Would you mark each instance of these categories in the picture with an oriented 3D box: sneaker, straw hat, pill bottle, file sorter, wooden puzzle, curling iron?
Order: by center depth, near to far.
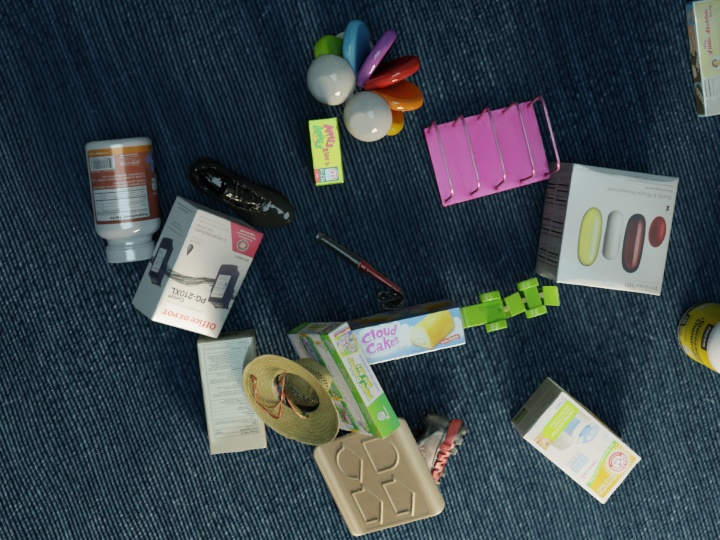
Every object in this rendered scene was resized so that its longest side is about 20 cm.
[{"bbox_3d":[-0.394,-0.119,1.654,0.111,0.112,0.203,-5,99,-4],"label":"pill bottle"},{"bbox_3d":[-0.098,0.193,1.661,0.199,0.085,0.203,20,132,24],"label":"straw hat"},{"bbox_3d":[0.224,-0.206,1.678,0.198,0.125,0.141,-15,90,-2],"label":"file sorter"},{"bbox_3d":[-0.205,-0.126,1.680,0.198,0.091,0.077,24,93,-9],"label":"sneaker"},{"bbox_3d":[0.646,0.125,1.733,0.110,0.200,0.114,-1,98,-5],"label":"pill bottle"},{"bbox_3d":[0.000,0.000,1.743,0.200,0.026,0.050,42,66,-5],"label":"curling iron"},{"bbox_3d":[0.034,0.366,1.765,0.199,0.046,0.187,-24,94,28],"label":"wooden puzzle"},{"bbox_3d":[0.113,0.343,1.785,0.097,0.071,0.202,26,106,9],"label":"sneaker"}]

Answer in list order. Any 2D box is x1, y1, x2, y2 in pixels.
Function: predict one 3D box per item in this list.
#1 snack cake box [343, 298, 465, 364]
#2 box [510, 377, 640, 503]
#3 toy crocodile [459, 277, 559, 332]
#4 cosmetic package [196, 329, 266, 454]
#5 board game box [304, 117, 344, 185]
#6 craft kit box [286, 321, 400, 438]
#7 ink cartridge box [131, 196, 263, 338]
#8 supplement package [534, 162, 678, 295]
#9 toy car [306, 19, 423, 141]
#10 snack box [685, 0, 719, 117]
[{"bbox_3d":[0.074,0.107,1.724,0.198,0.115,0.068,-12,98,-4],"label":"snack cake box"},{"bbox_3d":[0.389,0.306,1.785,0.200,0.101,0.113,40,93,-9],"label":"box"},{"bbox_3d":[0.264,0.063,1.747,0.198,0.062,0.068,-17,84,-13],"label":"toy crocodile"},{"bbox_3d":[-0.225,0.212,1.734,0.104,0.071,0.203,-5,98,-5],"label":"cosmetic package"},{"bbox_3d":[-0.061,-0.198,1.626,0.047,0.200,0.103,-7,99,-4],"label":"board game box"},{"bbox_3d":[-0.033,0.183,1.685,0.048,0.197,0.202,-31,100,-20],"label":"craft kit box"},{"bbox_3d":[-0.275,-0.003,1.664,0.144,0.084,0.202,20,96,-42],"label":"ink cartridge box"},{"bbox_3d":[0.423,-0.076,1.712,0.189,0.147,0.203,6,96,-5],"label":"supplement package"},{"bbox_3d":[0.019,-0.324,1.614,0.200,0.175,0.150,43,127,-9],"label":"toy car"},{"bbox_3d":[0.646,-0.382,1.744,0.115,0.037,0.203,-10,99,-4],"label":"snack box"}]
